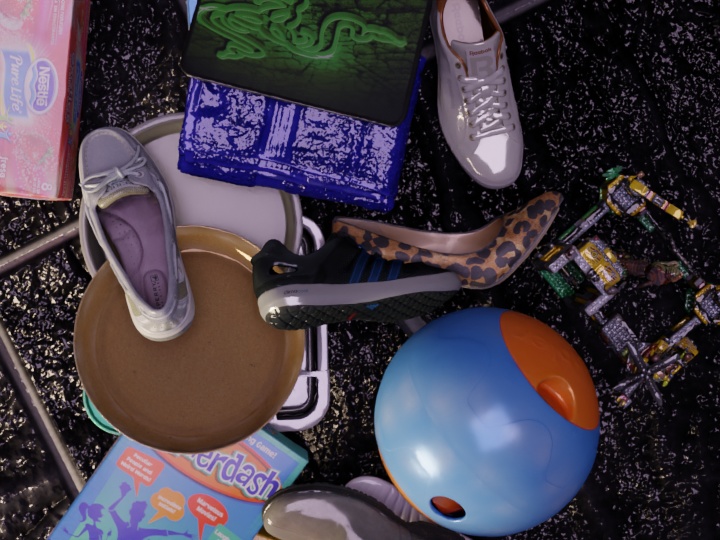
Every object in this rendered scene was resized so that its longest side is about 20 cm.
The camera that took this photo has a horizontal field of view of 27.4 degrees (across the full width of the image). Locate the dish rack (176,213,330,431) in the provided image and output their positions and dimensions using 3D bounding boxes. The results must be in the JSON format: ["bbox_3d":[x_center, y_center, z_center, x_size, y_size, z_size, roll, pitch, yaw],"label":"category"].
[{"bbox_3d":[-0.115,0.048,1.376,0.171,0.044,0.201,-1,92,-1],"label":"dish rack"}]

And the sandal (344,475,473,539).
[{"bbox_3d":[0.052,0.253,1.387,0.206,0.059,0.079,35,97,-24],"label":"sandal"}]

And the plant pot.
[{"bbox_3d":[-0.147,0.061,1.284,0.199,0.027,0.201,1,76,-3],"label":"plant pot"}]

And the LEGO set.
[{"bbox_3d":[0.254,0.011,1.341,0.153,0.116,0.201,-32,94,0],"label":"LEGO set"}]

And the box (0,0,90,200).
[{"bbox_3d":[-0.303,-0.166,1.333,0.094,0.103,0.201,5,91,-3],"label":"box"}]

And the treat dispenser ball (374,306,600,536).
[{"bbox_3d":[0.111,0.133,1.309,0.200,0.201,0.202,0,92,-2],"label":"treat dispenser ball"}]

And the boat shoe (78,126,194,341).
[{"bbox_3d":[-0.192,-0.040,1.259,0.074,0.065,0.203,-16,70,-6],"label":"boat shoe"}]

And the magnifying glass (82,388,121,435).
[{"bbox_3d":[-0.157,0.088,1.345,0.199,0.022,0.080,-22,92,-2],"label":"magnifying glass"}]

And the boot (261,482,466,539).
[{"bbox_3d":[0.006,0.264,1.266,0.199,0.131,0.068,19,128,-8],"label":"boot"}]

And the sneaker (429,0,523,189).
[{"bbox_3d":[0.104,-0.171,1.357,0.072,0.085,0.201,-17,94,-3],"label":"sneaker"}]

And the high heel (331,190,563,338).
[{"bbox_3d":[0.077,-0.042,1.363,0.200,0.071,0.143,-41,99,9],"label":"high heel"}]

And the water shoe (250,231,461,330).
[{"bbox_3d":[0.000,0.000,1.286,0.199,0.071,0.079,-4,67,-33],"label":"water shoe"}]

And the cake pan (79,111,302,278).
[{"bbox_3d":[-0.151,-0.041,1.333,0.199,0.037,0.201,0,92,-2],"label":"cake pan"}]

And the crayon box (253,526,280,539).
[{"bbox_3d":[-0.077,0.313,1.384,0.199,0.051,0.128,19,92,-2],"label":"crayon box"}]

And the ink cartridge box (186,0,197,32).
[{"bbox_3d":[-0.056,-0.228,1.347,0.199,0.085,0.145,-4,93,-3],"label":"ink cartridge box"}]

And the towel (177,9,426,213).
[{"bbox_3d":[-0.052,-0.138,1.287,0.199,0.050,0.149,11,96,-3],"label":"towel"}]

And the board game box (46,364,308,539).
[{"bbox_3d":[-0.164,0.204,1.325,0.152,0.045,0.200,35,92,-6],"label":"board game box"}]

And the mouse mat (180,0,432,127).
[{"bbox_3d":[-0.043,-0.215,1.276,0.199,0.008,0.162,13,70,-2],"label":"mouse mat"}]
